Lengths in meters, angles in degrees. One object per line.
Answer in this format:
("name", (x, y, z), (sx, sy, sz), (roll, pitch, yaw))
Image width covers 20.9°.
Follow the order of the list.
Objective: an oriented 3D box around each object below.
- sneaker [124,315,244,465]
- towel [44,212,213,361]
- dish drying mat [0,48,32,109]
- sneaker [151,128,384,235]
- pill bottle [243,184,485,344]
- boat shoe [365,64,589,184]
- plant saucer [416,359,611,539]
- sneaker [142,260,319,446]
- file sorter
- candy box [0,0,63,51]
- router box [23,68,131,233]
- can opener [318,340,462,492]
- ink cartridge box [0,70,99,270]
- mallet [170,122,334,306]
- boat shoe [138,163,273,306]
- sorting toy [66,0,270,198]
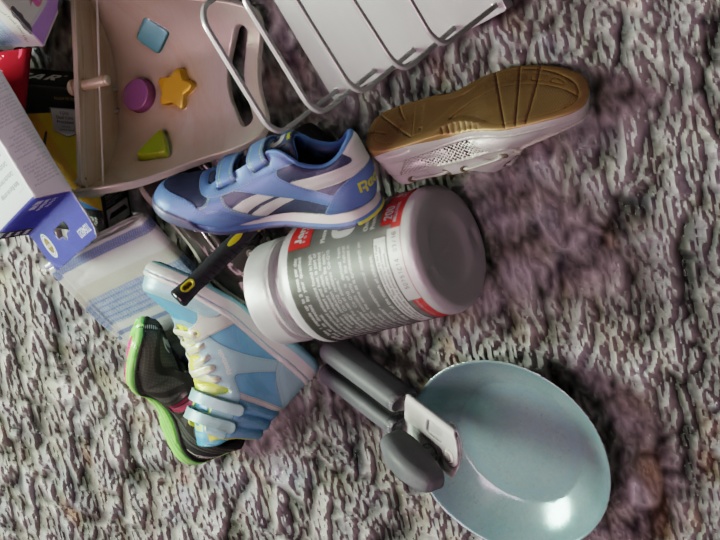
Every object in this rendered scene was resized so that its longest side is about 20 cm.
("sneaker", (-0.168, 0.111, 1.893), (0.084, 0.077, 0.200), (-8, 138, 19))
("towel", (-0.193, 0.033, 1.888), (0.147, 0.024, 0.200), (-23, 120, 37))
("dish drying mat", (-0.343, -0.199, 1.834), (0.077, 0.018, 0.200), (15, 104, 25))
("sneaker", (-0.082, -0.081, 1.665), (0.200, 0.074, 0.082), (-4, 122, 7))
("pill bottle", (0.000, 0.000, 1.726), (0.200, 0.114, 0.114), (-14, 107, 36))
("boat shoe", (0.106, -0.117, 1.634), (0.200, 0.071, 0.069), (-11, 136, 27))
("plant saucer", (0.141, 0.162, 1.779), (0.201, 0.039, 0.201), (14, 122, 24))
("sneaker", (-0.144, 0.088, 1.810), (0.200, 0.131, 0.080), (36, 173, -24))
("file sorter", (-0.008, -0.218, 1.604), (0.200, 0.125, 0.139), (-24, 102, 38))
("candy box", (-0.349, -0.275, 1.746), (0.200, 0.168, 0.072), (-2, 146, 32))
("router box", (-0.326, -0.120, 1.896), (0.200, 0.051, 0.149), (6, 116, 28))
("can opener", (0.022, 0.126, 1.776), (0.200, 0.066, 0.053), (40, 135, 43))
("ink cartridge box", (-0.321, -0.091, 1.751), (0.200, 0.041, 0.200), (58, 158, -2))
("mallet", (-0.083, -0.038, 1.724), (0.066, 0.200, 0.041), (36, 172, 21))
("boat shoe", (-0.127, -0.039, 1.813), (0.200, 0.067, 0.057), (45, 134, 7))
("sorting toy", (-0.167, -0.165, 1.738), (0.180, 0.107, 0.200), (-5, 84, 21))
